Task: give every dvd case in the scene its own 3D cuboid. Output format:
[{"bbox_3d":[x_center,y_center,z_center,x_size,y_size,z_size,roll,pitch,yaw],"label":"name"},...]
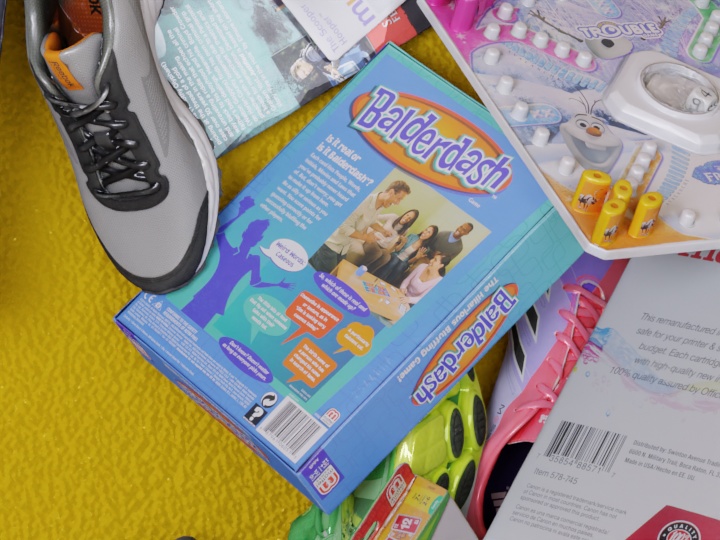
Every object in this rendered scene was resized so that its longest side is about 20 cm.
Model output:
[{"bbox_3d":[-0.059,-0.147,1.446,0.200,0.022,0.146,-33,99,-13],"label":"dvd case"}]

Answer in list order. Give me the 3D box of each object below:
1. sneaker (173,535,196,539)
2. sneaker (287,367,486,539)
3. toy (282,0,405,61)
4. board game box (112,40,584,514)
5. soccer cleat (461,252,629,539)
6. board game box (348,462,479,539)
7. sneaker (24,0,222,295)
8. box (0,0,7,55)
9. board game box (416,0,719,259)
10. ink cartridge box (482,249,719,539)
[{"bbox_3d":[-0.060,0.230,1.436,0.075,0.106,0.201,-17,125,-40],"label":"sneaker"},{"bbox_3d":[0.004,0.121,1.427,0.074,0.083,0.201,3,104,-58],"label":"sneaker"},{"bbox_3d":[0.028,-0.212,1.433,0.200,0.047,0.115,-42,98,-11],"label":"toy"},{"bbox_3d":[0.000,0.000,1.403,0.200,0.152,0.045,-45,141,-9],"label":"board game box"},{"bbox_3d":[0.096,0.058,1.460,0.067,0.076,0.201,22,86,-13],"label":"soccer cleat"},{"bbox_3d":[0.035,0.181,1.404,0.096,0.030,0.200,-55,141,-19],"label":"board game box"},{"bbox_3d":[-0.122,-0.080,1.374,0.074,0.079,0.201,-6,109,23],"label":"sneaker"},{"bbox_3d":[-0.249,-0.083,1.356,0.148,0.104,0.201,8,90,-14],"label":"box"},{"bbox_3d":[0.155,-0.088,1.407,0.199,0.200,0.026,-6,135,-27],"label":"board game box"},{"bbox_3d":[0.188,0.095,1.412,0.145,0.145,0.200,43,70,-42],"label":"ink cartridge box"}]
